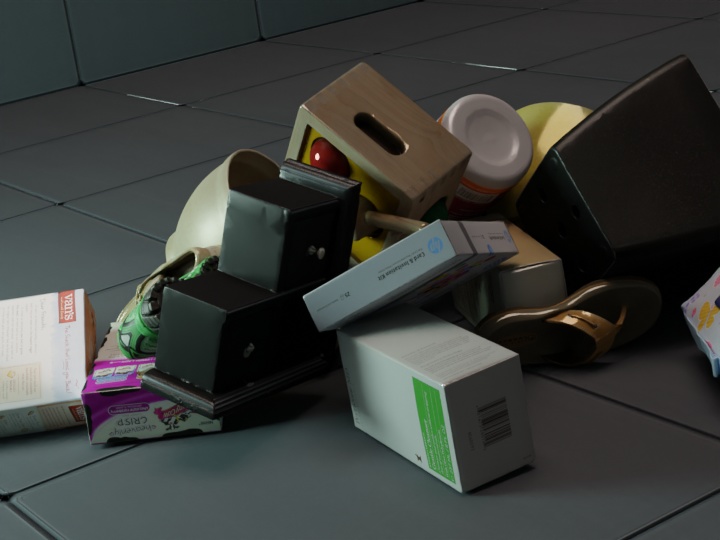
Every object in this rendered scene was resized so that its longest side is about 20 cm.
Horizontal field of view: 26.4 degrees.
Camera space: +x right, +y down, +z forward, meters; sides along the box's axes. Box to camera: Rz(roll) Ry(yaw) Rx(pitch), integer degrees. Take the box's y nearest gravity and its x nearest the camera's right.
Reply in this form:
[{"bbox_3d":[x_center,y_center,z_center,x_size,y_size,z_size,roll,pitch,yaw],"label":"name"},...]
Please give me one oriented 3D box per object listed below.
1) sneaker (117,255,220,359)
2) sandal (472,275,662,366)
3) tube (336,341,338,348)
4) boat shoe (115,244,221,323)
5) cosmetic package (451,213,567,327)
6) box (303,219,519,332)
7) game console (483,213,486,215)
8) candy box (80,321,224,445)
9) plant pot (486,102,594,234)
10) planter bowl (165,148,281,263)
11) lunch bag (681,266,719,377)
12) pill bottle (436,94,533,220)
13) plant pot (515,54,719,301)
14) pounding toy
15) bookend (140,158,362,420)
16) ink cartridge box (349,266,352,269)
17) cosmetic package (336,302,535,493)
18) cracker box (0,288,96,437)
[{"bbox_3d":[-0.177,0.040,1.561,0.085,0.079,0.199,-34,-11,29],"label":"sneaker"},{"bbox_3d":[0.209,0.063,1.525,0.198,0.081,0.054,-12,33,-8],"label":"sandal"},{"bbox_3d":[-0.038,0.058,1.692,0.058,0.052,0.200,-44,3,33],"label":"tube"},{"bbox_3d":[-0.219,0.029,1.698,0.065,0.073,0.199,9,-32,-45],"label":"boat shoe"},{"bbox_3d":[0.155,0.015,1.643,0.070,0.106,0.200,-13,20,-11],"label":"cosmetic package"},{"bbox_3d":[0.052,0.003,1.474,0.155,0.041,0.200,-29,-8,20],"label":"box"},{"bbox_3d":[0.093,-0.046,1.998,0.175,0.118,0.199,17,0,-38],"label":"game console"},{"bbox_3d":[-0.204,0.108,1.587,0.135,0.062,0.200,-6,19,3],"label":"candy box"},{"bbox_3d":[0.226,-0.073,1.792,0.198,0.201,0.143,2,45,30],"label":"plant pot"},{"bbox_3d":[-0.142,-0.022,1.789,0.134,0.201,0.200,-29,10,23],"label":"planter bowl"},{"bbox_3d":[0.410,0.039,1.420,0.198,0.128,0.170,-14,15,5],"label":"lunch bag"},{"bbox_3d":[0.104,-0.108,1.745,0.112,0.114,0.200,-19,-13,-31],"label":"pill bottle"},{"bbox_3d":[0.281,-0.071,1.596,0.176,0.201,0.200,-21,-18,-22],"label":"plant pot"},{"bbox_3d":[0.016,-0.081,1.571,0.200,0.185,0.142,41,55,15],"label":"pounding toy"},{"bbox_3d":[-0.101,0.012,1.458,0.091,0.202,0.198,19,20,28],"label":"bookend"},{"bbox_3d":[0.000,0.000,1.685,0.108,0.051,0.201,16,56,26],"label":"ink cartridge box"},{"bbox_3d":[0.065,0.110,1.383,0.084,0.109,0.200,-20,19,-24],"label":"cosmetic package"},{"bbox_3d":[-0.374,0.102,1.583,0.198,0.058,0.135,-8,56,1],"label":"cracker box"}]
